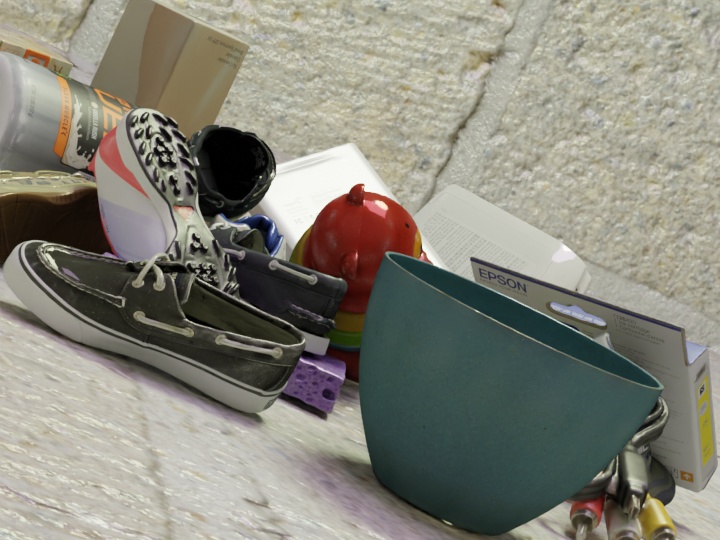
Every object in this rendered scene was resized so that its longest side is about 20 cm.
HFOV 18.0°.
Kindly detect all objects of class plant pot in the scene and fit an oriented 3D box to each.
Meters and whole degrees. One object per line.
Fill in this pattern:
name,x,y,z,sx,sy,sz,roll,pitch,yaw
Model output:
plant pot,0.077,0.091,1.477,0.199,0.135,0.200,25,5,-3

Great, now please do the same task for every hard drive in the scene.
hard drive,-0.004,-0.017,1.977,0.131,0.027,0.200,-18,61,-36

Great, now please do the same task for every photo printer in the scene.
photo printer,0.104,0.020,2.097,0.200,0.166,0.070,30,-21,44

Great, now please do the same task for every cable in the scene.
cable,0.183,0.144,1.667,0.097,0.051,0.200,14,24,-1

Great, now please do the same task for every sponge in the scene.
sponge,-0.105,0.043,1.646,0.199,0.030,0.112,24,5,-3

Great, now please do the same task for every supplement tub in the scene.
supplement tub,-0.227,-0.086,1.807,0.199,0.123,0.122,21,7,-37

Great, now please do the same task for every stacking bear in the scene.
stacking bear,0.000,0.000,1.733,0.113,0.122,0.200,11,-18,2

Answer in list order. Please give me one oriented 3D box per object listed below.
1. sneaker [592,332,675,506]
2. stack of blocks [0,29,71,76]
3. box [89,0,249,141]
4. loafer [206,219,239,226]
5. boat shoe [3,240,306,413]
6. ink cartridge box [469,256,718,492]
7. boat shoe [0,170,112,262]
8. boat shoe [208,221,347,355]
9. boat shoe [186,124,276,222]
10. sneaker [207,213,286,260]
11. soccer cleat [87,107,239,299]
sneaker,0.207,0.124,1.800,0.200,0.081,0.074,46,14,-43
stack of blocks,-0.339,-0.148,1.839,0.058,0.116,0.200,31,8,36
box,-0.186,-0.128,1.962,0.078,0.201,0.095,28,7,30
loafer,-0.072,0.000,1.978,0.199,0.063,0.072,25,13,0
boat shoe,-0.131,0.020,1.473,0.199,0.064,0.071,24,32,-12
ink cartridge box,0.192,0.076,1.863,0.197,0.047,0.201,19,-40,29
boat shoe,-0.235,-0.043,1.637,0.063,0.074,0.200,31,8,24
boat shoe,-0.087,-0.002,1.680,0.199,0.061,0.075,28,4,33
boat shoe,-0.105,-0.081,1.797,0.066,0.075,0.199,-20,-7,26
sneaker,-0.079,0.002,1.835,0.075,0.089,0.200,25,4,17
soccer cleat,-0.139,-0.013,1.581,0.068,0.073,0.201,3,59,-43
